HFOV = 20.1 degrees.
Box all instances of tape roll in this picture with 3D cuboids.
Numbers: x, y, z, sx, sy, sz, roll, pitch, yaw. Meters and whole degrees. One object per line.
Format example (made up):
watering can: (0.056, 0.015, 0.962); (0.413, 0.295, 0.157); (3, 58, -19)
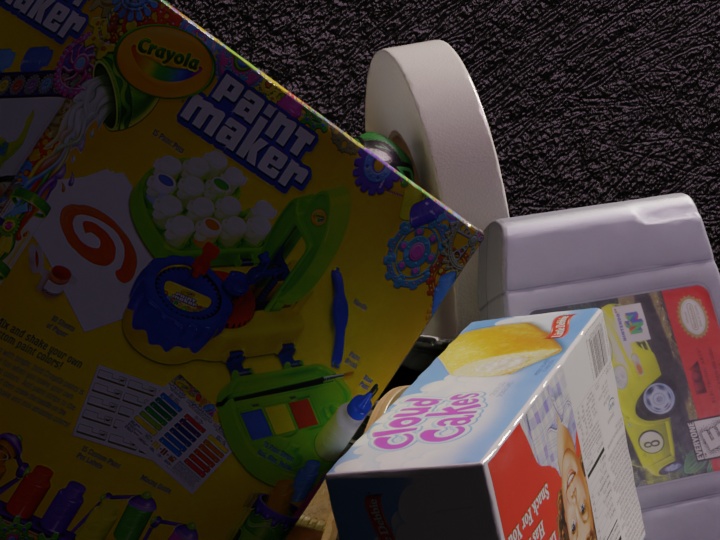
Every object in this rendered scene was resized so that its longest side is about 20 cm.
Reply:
tape roll: (0.043, -0.028, 1.137); (0.037, 0.203, 0.203); (-11, 9, -9)

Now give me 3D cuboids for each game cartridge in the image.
game cartridge: (0.131, 0.063, 1.005); (0.041, 0.133, 0.200); (132, -55, -66)

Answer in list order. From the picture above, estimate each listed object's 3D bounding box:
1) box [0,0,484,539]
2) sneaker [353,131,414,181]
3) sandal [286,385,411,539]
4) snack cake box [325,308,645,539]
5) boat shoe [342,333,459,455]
box: (-0.095, 0.004, 0.760); (0.200, 0.193, 0.122); (34, 0, -43)
sneaker: (0.000, 0.000, 1.119); (0.078, 0.085, 0.200); (30, -28, 8)
sandal: (-0.013, 0.117, 0.871); (0.212, 0.070, 0.078); (-67, 139, -62)
snack cake box: (0.060, 0.101, 0.850); (0.067, 0.115, 0.200); (-7, 13, 21)
boat shoe: (0.044, 0.064, 1.029); (0.199, 0.074, 0.068); (20, -34, -26)
